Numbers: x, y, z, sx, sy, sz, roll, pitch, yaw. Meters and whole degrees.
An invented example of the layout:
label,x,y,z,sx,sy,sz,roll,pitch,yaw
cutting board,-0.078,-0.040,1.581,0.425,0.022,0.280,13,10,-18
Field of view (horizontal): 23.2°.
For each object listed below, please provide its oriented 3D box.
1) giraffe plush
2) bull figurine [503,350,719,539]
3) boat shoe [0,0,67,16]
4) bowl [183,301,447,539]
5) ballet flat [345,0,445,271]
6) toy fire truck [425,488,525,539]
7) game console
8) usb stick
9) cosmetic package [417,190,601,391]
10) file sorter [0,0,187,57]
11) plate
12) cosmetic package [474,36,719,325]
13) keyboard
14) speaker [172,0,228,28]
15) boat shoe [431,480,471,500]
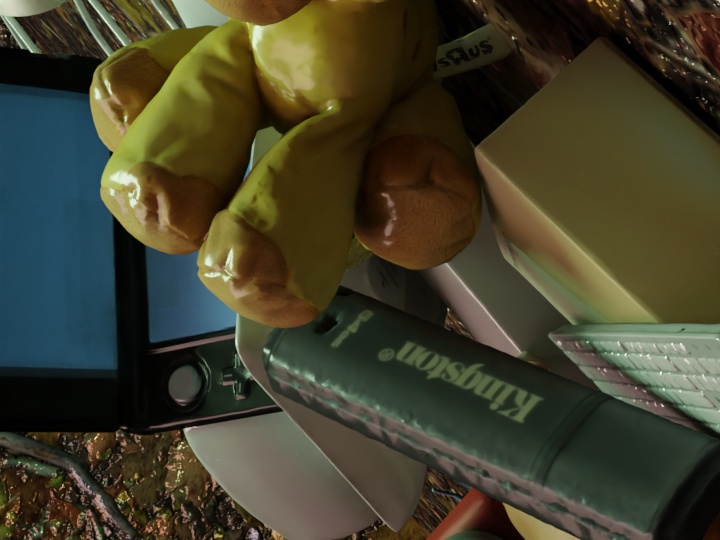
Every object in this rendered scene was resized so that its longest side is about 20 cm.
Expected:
label,x,y,z,sx,sy,sz,roll,pitch,yaw
giraffe plush,-0.012,-0.105,0.670,0.172,0.200,0.163,37,150,24
bull figurine,0.108,0.101,0.694,0.121,0.065,0.200,26,-168,-26
boat shoe,-0.150,-0.213,0.909,0.074,0.201,0.062,7,136,21
bowl,-0.014,0.042,0.996,0.074,0.202,0.200,2,152,25
ballet flat,-0.002,-0.051,0.778,0.070,0.201,0.071,11,142,9
toy fire truck,0.033,0.147,0.734,0.200,0.129,0.176,41,-169,-6
game console,-0.120,-0.026,0.870,0.116,0.174,0.202,19,-117,-60
usb stick,0.046,0.054,0.653,0.199,0.056,0.033,22,152,38
cosmetic package,0.110,0.030,0.821,0.200,0.085,0.108,49,175,5
file sorter,-0.146,-0.134,1.094,0.125,0.199,0.139,51,173,19
plate,0.000,0.000,0.869,0.200,0.032,0.202,54,-147,-51
cosmetic package,0.137,0.017,0.660,0.200,0.071,0.105,46,171,28
keyboard,0.111,0.041,0.616,0.056,0.011,0.200,50,173,-4
speaker,-0.063,-0.155,0.944,0.081,0.081,0.200,44,170,33
boat shoe,0.095,0.121,0.946,0.200,0.084,0.069,38,156,46
